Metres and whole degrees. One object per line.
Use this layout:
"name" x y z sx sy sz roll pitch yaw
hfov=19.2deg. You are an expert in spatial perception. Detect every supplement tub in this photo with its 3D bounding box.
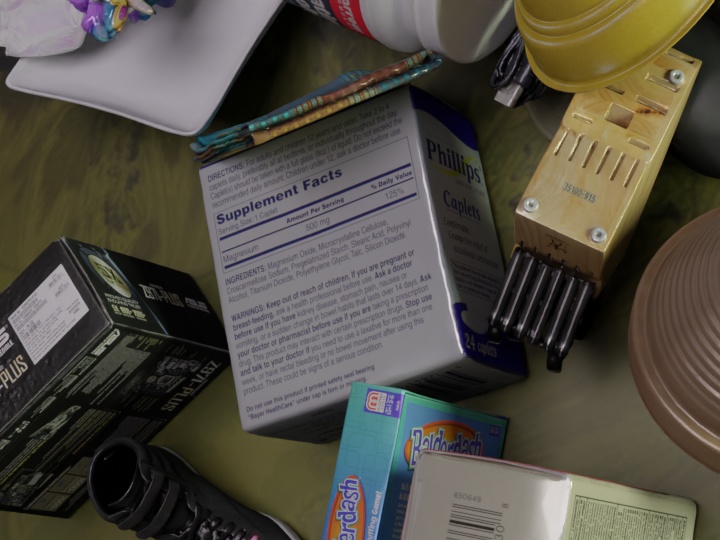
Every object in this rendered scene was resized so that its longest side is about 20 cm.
"supplement tub" 0.012 -0.233 1.462 0.199 0.140 0.141 27 94 32

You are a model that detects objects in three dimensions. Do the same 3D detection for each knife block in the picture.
"knife block" 0.149 -0.038 1.398 0.064 0.176 0.201 25 76 11

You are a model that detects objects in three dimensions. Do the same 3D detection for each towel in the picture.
"towel" -0.034 -0.114 1.469 0.146 0.200 0.022 -25 95 -14

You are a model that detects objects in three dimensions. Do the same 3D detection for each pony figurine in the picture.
"pony figurine" -0.202 -0.249 1.594 0.192 0.167 0.200 11 45 23

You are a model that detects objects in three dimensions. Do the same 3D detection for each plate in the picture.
"plate" -0.145 -0.190 1.626 0.199 0.032 0.201 16 64 34

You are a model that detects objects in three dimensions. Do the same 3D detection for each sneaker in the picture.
"sneaker" -0.121 0.186 1.529 0.200 0.099 0.071 34 96 30

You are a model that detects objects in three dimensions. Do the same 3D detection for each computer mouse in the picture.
"computer mouse" 0.193 -0.131 1.400 0.199 0.053 0.139 32 90 12

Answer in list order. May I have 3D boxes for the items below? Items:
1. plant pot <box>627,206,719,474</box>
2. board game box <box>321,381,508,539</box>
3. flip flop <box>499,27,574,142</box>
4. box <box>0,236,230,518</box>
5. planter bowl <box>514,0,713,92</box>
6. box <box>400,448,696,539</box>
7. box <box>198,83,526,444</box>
"plant pot" 0.264 0.026 1.282 0.199 0.093 0.202 -1 59 2
"board game box" 0.030 0.183 1.409 0.045 0.152 0.201 8 84 32
"flip flop" 0.128 -0.165 1.477 0.081 0.057 0.201 -33 65 21
"box" -0.219 0.083 1.571 0.200 0.164 0.086 -44 62 17
"planter bowl" 0.148 -0.218 1.330 0.200 0.083 0.201 -36 37 32
"box" 0.116 0.189 1.327 0.108 0.200 0.129 7 83 32
"box" 0.000 0.000 1.492 0.183 0.105 0.201 -20 71 27
